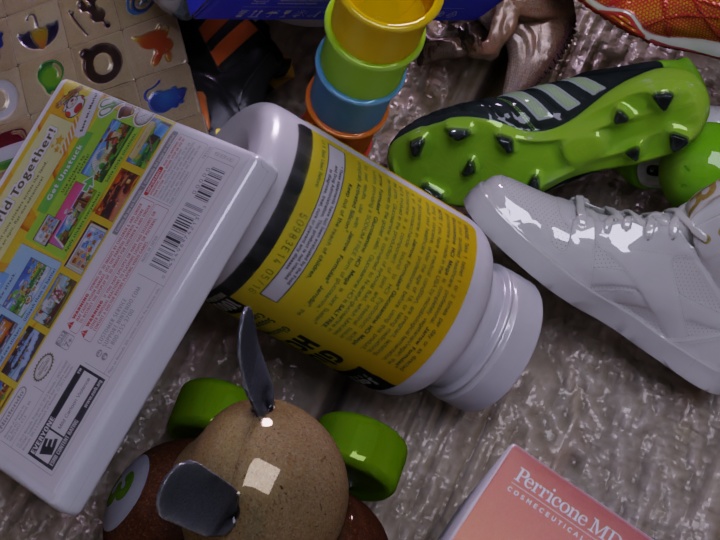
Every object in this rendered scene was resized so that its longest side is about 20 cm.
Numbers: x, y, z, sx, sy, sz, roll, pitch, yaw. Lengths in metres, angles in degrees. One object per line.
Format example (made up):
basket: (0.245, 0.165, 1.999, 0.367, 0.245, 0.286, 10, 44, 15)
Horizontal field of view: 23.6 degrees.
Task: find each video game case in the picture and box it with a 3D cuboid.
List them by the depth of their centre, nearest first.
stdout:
video game case: (-0.153, 0.006, 0.910, 0.182, 0.023, 0.201, 24, 81, 43)

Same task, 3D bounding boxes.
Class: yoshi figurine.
yoshi figurine: (0.263, -0.059, 1.075, 0.199, 0.112, 0.113, 3, 72, -6)

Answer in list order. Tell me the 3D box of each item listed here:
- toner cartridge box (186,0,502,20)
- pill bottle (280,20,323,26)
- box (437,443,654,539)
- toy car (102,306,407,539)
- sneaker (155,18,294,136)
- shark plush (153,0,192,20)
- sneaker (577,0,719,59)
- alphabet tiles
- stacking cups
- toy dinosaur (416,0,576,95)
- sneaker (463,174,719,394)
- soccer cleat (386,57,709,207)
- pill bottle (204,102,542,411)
toner cartridge box: (-0.011, -0.194, 0.987, 0.199, 0.043, 0.095, -6, 77, -34)
pill bottle: (-0.036, -0.266, 1.100, 0.115, 0.116, 0.201, -4, 67, -14)
box: (0.078, 0.223, 0.904, 0.152, 0.106, 0.200, 34, 64, 5)
toy car: (-0.067, 0.110, 0.861, 0.157, 0.200, 0.165, 12, 61, 14)
sneaker: (-0.087, -0.141, 1.062, 0.090, 0.070, 0.201, 0, 71, -15)
shark plush: (-0.074, -0.239, 1.023, 0.083, 0.091, 0.200, 38, 62, 1)
sneaker: (0.216, -0.167, 1.059, 0.199, 0.073, 0.077, 17, 104, 8)
alphabet tiles: (-0.178, -0.095, 1.013, 0.166, 0.006, 0.201, -18, 72, 5)
stacking cups: (-0.001, -0.103, 0.985, 0.060, 0.200, 0.061, 5, 61, -9)
toy dinosaur: (0.100, -0.189, 1.116, 0.135, 0.086, 0.201, -13, 74, -24)
sneaker: (0.168, -0.025, 1.014, 0.200, 0.116, 0.074, 32, 23, -13)
soccer cleat: (0.116, -0.086, 1.060, 0.199, 0.068, 0.081, -11, 23, 16)
pill bottle: (0.000, 0.000, 0.964, 0.200, 0.112, 0.113, 29, 61, -23)
